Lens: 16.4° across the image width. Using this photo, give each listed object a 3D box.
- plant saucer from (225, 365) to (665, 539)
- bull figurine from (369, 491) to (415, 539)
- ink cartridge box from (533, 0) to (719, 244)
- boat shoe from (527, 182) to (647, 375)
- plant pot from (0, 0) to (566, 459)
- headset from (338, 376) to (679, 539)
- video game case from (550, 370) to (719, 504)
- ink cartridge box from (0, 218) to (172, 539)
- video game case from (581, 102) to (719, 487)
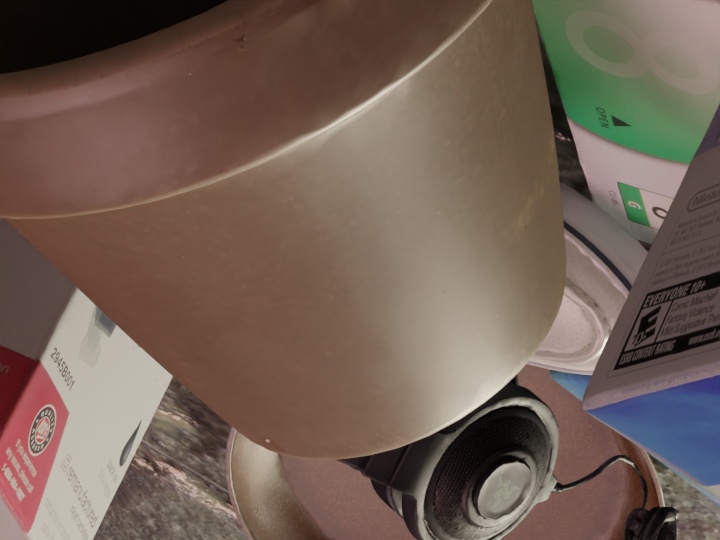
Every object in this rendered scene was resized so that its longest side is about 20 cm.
[{"bbox_3d":[0.039,0.094,1.122,0.199,0.032,0.201,8,131,9],"label":"plant saucer"},{"bbox_3d":[0.036,0.108,1.210,0.200,0.065,0.121,31,162,-3],"label":"bull figurine"},{"bbox_3d":[0.155,-0.042,0.749,0.199,0.050,0.161,20,158,25],"label":"ink cartridge box"},{"bbox_3d":[0.000,-0.004,0.829,0.201,0.086,0.075,26,132,6],"label":"boat shoe"},{"bbox_3d":[-0.021,-0.047,0.700,0.200,0.200,0.175,8,139,41],"label":"plant pot"},{"bbox_3d":[0.027,0.070,0.913,0.199,0.094,0.124,24,-168,-16],"label":"headset"},{"bbox_3d":[0.191,0.077,0.917,0.181,0.046,0.200,38,165,-22],"label":"video game case"},{"bbox_3d":[-0.119,0.003,0.968,0.085,0.201,0.146,18,157,14],"label":"ink cartridge box"},{"bbox_3d":[0.148,-0.048,0.557,0.045,0.182,0.200,33,159,-16],"label":"video game case"}]
